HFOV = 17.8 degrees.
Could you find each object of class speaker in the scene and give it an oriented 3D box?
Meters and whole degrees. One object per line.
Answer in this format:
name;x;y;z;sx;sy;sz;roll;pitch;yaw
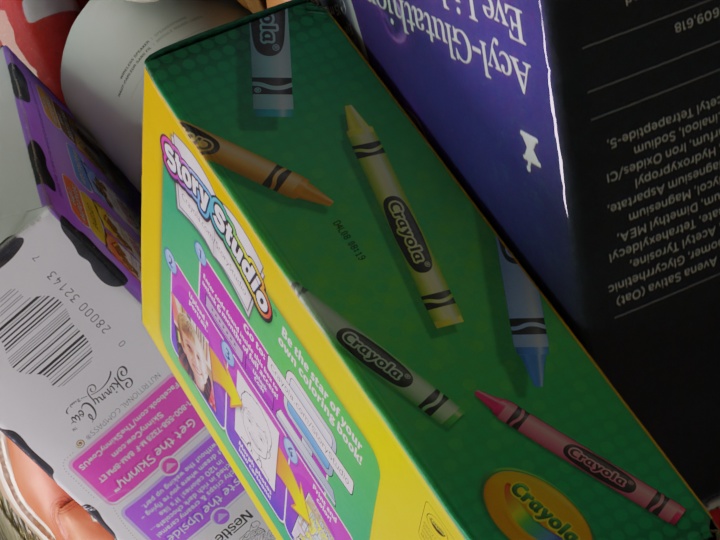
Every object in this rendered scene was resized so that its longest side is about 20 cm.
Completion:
speaker;-0.033;-0.036;0.814;0.200;0.081;0.082;44;148;45

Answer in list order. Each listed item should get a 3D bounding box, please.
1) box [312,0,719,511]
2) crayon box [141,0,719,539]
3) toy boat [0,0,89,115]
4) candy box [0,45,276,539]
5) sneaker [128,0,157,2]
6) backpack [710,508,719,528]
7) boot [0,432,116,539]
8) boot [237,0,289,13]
box;0.061;-0.051;0.636;0.148;0.104;0.202;35;140;55
crayon box;0.008;0.038;0.624;0.201;0.058;0.119;55;155;30
toy boat;-0.094;-0.144;0.951;0.130;0.130;0.201;-31;80;38
candy box;-0.084;0.032;0.860;0.200;0.071;0.168;47;-174;-26
sneaker;-0.146;-0.129;0.836;0.199;0.093;0.071;30;146;38
backpack;0.063;0.126;0.737;0.182;0.134;0.201;37;134;33
boot;-0.089;0.109;0.971;0.107;0.075;0.201;-3;113;58
boot;-0.018;-0.148;0.739;0.155;0.076;0.201;44;155;55
